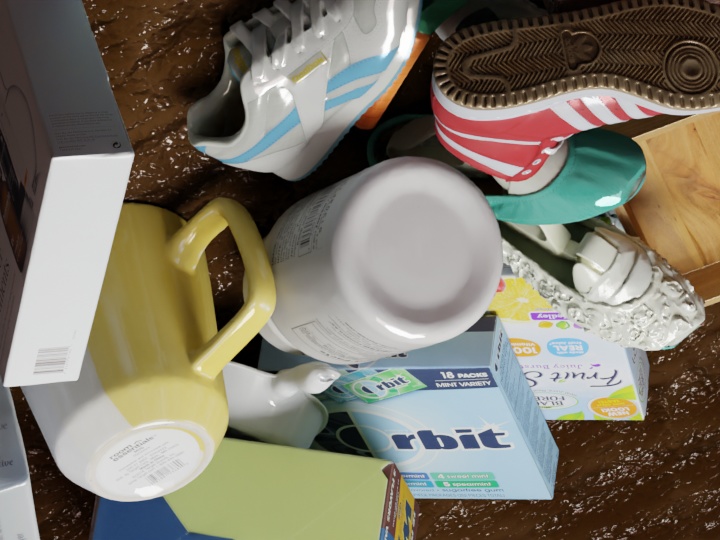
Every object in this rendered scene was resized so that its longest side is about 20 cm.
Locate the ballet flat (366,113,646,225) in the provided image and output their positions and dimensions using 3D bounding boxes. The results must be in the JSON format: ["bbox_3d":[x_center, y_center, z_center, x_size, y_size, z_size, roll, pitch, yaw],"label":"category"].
[{"bbox_3d":[0.081,-0.068,1.589,0.199,0.068,0.070,2,157,41],"label":"ballet flat"}]

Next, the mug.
[{"bbox_3d":[-0.148,0.050,1.619,0.149,0.154,0.187,-2,140,-24],"label":"mug"}]

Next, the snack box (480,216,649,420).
[{"bbox_3d":[0.119,0.037,1.782,0.141,0.053,0.200,1,149,15],"label":"snack box"}]

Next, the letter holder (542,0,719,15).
[{"bbox_3d":[0.199,-0.237,1.469,0.199,0.101,0.143,-7,140,-19],"label":"letter holder"}]

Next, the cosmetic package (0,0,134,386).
[{"bbox_3d":[-0.187,-0.054,1.466,0.051,0.151,0.201,-3,140,-21],"label":"cosmetic package"}]

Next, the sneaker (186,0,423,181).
[{"bbox_3d":[-0.031,-0.131,1.510,0.080,0.077,0.200,8,133,-33],"label":"sneaker"}]

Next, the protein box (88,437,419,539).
[{"bbox_3d":[-0.072,0.200,1.756,0.197,0.136,0.200,7,167,8],"label":"protein box"}]

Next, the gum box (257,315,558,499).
[{"bbox_3d":[0.038,0.101,1.816,0.169,0.045,0.200,-1,148,18],"label":"gum box"}]

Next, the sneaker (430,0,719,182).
[{"bbox_3d":[0.137,-0.104,1.484,0.199,0.072,0.113,-3,161,-4],"label":"sneaker"}]

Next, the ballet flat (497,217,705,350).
[{"bbox_3d":[0.130,-0.014,1.650,0.072,0.199,0.072,-48,157,-28],"label":"ballet flat"}]

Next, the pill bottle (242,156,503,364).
[{"bbox_3d":[0.000,0.000,1.604,0.114,0.115,0.200,-4,174,-23],"label":"pill bottle"}]

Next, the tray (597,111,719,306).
[{"bbox_3d":[0.219,-0.049,1.674,0.098,0.037,0.200,-20,143,11],"label":"tray"}]

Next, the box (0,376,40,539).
[{"bbox_3d":[-0.266,0.111,1.597,0.104,0.201,0.184,-12,144,-10],"label":"box"}]

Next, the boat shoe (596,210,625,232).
[{"bbox_3d":[0.195,-0.069,1.714,0.202,0.065,0.074,-40,140,26],"label":"boat shoe"}]

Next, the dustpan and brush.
[{"bbox_3d":[-0.065,0.085,1.718,0.139,0.058,0.200,26,171,-22],"label":"dustpan and brush"}]

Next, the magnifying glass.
[{"bbox_3d":[0.043,-0.162,1.496,0.022,0.080,0.200,14,130,-21],"label":"magnifying glass"}]

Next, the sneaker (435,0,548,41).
[{"bbox_3d":[0.106,-0.125,1.590,0.073,0.071,0.200,-38,141,22],"label":"sneaker"}]
